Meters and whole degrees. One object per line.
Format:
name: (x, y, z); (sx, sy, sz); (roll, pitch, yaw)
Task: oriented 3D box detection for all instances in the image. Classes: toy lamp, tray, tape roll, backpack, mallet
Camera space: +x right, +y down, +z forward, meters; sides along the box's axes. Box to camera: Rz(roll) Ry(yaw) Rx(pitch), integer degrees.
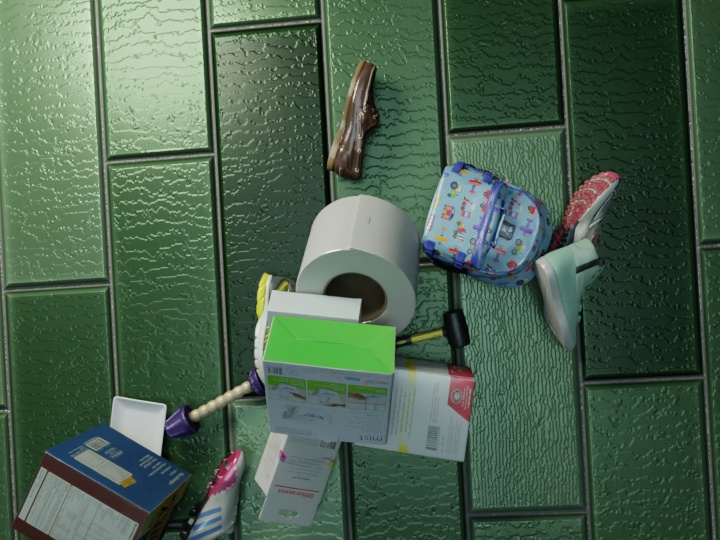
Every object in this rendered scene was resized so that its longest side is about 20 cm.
toy lamp: (-0.265, 0.247, 1.203); (0.196, 0.058, 0.060); (-27, 88, 3)
tray: (-0.420, 0.343, 1.231); (0.104, 0.022, 0.207); (8, 90, 4)
tape roll: (0.000, 0.000, 1.094); (0.196, 0.141, 0.207); (5, 130, 6)
backpack: (0.218, -0.070, 1.108); (0.196, 0.134, 0.187); (23, 91, 18)
mallet: (0.098, 0.112, 1.186); (0.193, 0.041, 0.068); (-6, 91, 8)

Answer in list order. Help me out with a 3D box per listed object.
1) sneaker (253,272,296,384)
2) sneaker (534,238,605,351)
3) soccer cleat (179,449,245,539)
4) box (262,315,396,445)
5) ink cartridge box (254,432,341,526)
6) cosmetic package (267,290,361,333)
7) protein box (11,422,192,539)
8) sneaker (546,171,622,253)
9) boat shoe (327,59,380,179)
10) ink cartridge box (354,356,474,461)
sneaker: (-0.147, 0.109, 1.184); (0.082, 0.074, 0.207); (1, 93, -1)
sneaker: (0.369, 0.043, 1.112); (0.116, 0.074, 0.204); (-25, 124, -4)
soccer cleat: (-0.250, 0.424, 1.202); (0.085, 0.070, 0.203); (32, 95, -12)
box: (-0.046, 0.176, 1.028); (0.193, 0.098, 0.180); (4, 132, 4)
ink cartridge box: (-0.110, 0.334, 1.159); (0.113, 0.067, 0.206); (20, 91, -31)
cosmetic package: (-0.073, 0.129, 1.091); (0.146, 0.052, 0.204); (3, 131, 3)
protein box: (-0.428, 0.388, 1.121); (0.196, 0.199, 0.138); (28, 92, 4)
sneaker: (0.390, -0.076, 1.143); (0.073, 0.081, 0.204); (25, 106, -12)
boat shoe: (0.001, -0.265, 1.175); (0.068, 0.070, 0.206); (18, 100, 11)
ink cartridge box: (0.092, 0.235, 1.154); (0.193, 0.083, 0.150); (8, 98, 4)
